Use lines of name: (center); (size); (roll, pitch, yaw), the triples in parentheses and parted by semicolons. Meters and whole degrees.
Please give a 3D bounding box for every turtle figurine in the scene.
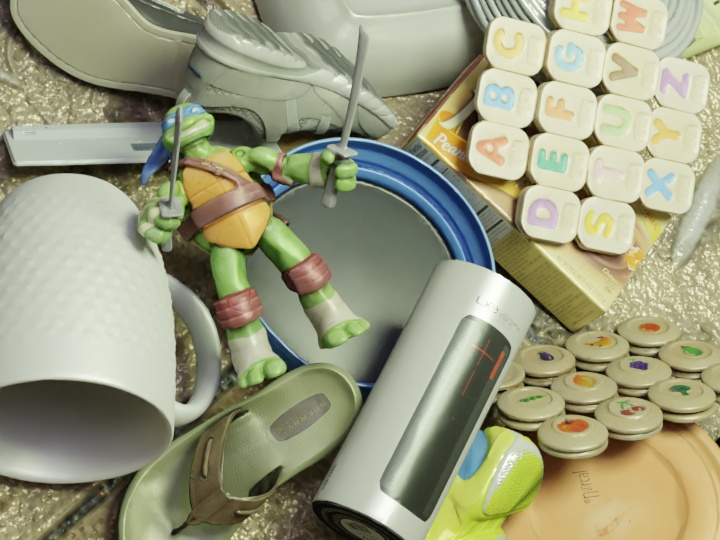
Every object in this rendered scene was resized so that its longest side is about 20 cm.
turtle figurine: (-0.068, -0.030, 1.323); (0.144, 0.200, 0.194); (-29, 96, -51)

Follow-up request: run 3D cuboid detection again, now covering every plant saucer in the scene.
plant saucer: (0.176, 0.174, 1.426); (0.200, 0.032, 0.201); (-1, 59, 2)

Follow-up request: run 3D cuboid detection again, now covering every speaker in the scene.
speaker: (0.045, 0.093, 1.362); (0.081, 0.081, 0.200); (31, 68, -5)

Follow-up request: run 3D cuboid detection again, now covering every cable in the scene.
cable: (0.177, -0.230, 1.576); (0.200, 0.069, 0.200); (-30, 85, -36)

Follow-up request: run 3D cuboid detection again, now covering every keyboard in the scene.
keyboard: (-0.159, -0.092, 1.457); (0.199, 0.011, 0.056); (-3, 34, -18)

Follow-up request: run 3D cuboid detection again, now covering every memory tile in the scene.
memory tile: (0.186, 0.082, 1.468); (0.200, 0.017, 0.153); (-15, 27, -27)

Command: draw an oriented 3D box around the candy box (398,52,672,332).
candy box: (0.134, -0.063, 1.543); (0.200, 0.055, 0.115); (42, 57, -4)

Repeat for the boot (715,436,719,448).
boot: (0.316, 0.200, 1.485); (0.150, 0.073, 0.200); (36, 62, 0)

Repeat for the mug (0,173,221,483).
mug: (-0.178, 0.039, 1.340); (0.200, 0.148, 0.176); (22, 50, -34)

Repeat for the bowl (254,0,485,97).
bowl: (0.016, -0.243, 1.588); (0.199, 0.075, 0.200); (-9, 70, -26)

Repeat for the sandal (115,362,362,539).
sandal: (-0.085, 0.131, 1.346); (0.201, 0.057, 0.080); (-40, 93, -9)

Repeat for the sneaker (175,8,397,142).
sneaker: (-0.057, -0.130, 1.467); (0.200, 0.082, 0.075); (18, 26, -43)

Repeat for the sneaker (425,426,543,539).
sneaker: (0.043, 0.192, 1.396); (0.105, 0.076, 0.200); (24, 72, 41)

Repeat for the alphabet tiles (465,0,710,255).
alphabet tiles: (0.177, -0.116, 1.505); (0.195, 0.015, 0.201); (11, 86, -21)

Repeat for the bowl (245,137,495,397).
bowl: (0.000, 0.000, 1.453); (0.200, 0.039, 0.201); (8, 63, -16)

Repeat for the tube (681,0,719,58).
tube: (0.239, -0.192, 1.668); (0.200, 0.058, 0.052); (-31, 35, -33)

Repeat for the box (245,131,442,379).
box: (-0.023, -0.015, 1.488); (0.163, 0.021, 0.200); (-18, 73, -27)

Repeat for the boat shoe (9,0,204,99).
boat shoe: (-0.167, -0.173, 1.503); (0.199, 0.073, 0.063); (19, 17, -5)
